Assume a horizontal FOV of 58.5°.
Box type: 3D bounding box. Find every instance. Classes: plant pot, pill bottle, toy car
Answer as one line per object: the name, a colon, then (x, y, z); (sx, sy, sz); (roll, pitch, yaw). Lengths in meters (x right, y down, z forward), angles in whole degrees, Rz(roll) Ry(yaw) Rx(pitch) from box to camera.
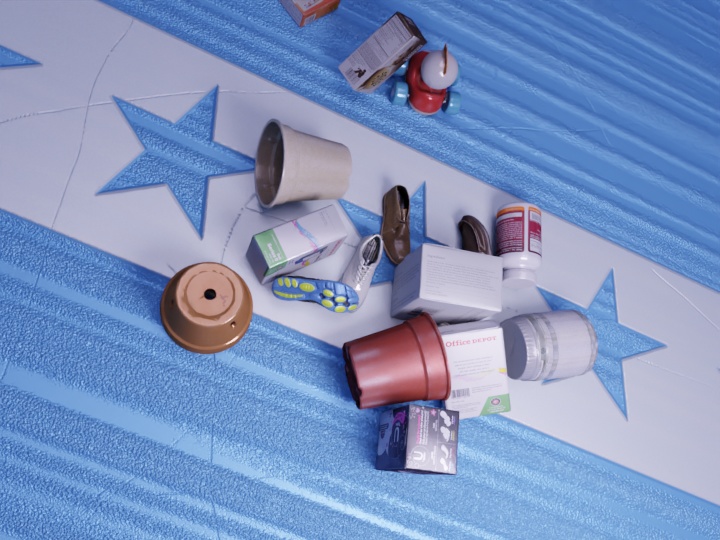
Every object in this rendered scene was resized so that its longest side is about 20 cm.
plant pot: (-0.321, 0.065, 1.356); (0.200, 0.140, 0.200); (5, 72, -14)
pill bottle: (0.398, -0.062, 1.620); (0.113, 0.113, 0.200); (10, 71, -13)
plant pot: (-0.127, -0.237, 1.493); (0.183, 0.200, 0.201); (3, 72, -28)
plant pot: (0.071, 0.208, 1.408); (0.195, 0.201, 0.201); (-12, 77, -11)
toy car: (0.193, -0.518, 1.653); (0.184, 0.200, 0.177); (7, 72, -14)

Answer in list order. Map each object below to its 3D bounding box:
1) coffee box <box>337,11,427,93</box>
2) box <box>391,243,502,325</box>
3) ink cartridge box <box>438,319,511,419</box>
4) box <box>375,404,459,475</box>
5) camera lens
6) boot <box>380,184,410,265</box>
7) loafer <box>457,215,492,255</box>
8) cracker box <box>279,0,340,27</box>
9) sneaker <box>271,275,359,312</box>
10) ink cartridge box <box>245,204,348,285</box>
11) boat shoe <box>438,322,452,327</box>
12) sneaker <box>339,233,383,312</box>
coffee box: (0.057, -0.540, 1.608); (0.080, 0.200, 0.113); (55, 24, 4)
box: (0.195, 0.041, 1.481); (0.200, 0.199, 0.131); (10, 71, -13)
ink cartridge box: (0.249, 0.221, 1.447); (0.145, 0.084, 0.200); (-9, 101, 0)
box: (0.115, 0.359, 1.359); (0.115, 0.200, 0.132); (11, 71, -14)
camera lens: (0.446, 0.178, 1.533); (0.200, 0.160, 0.160); (-4, 75, -18)
boot: (0.092, -0.113, 1.567); (0.074, 0.075, 0.200); (0, 75, -18)
loafer: (0.286, -0.043, 1.601); (0.071, 0.073, 0.200); (-16, 78, -21)
cracker box: (-0.163, -0.758, 1.700); (0.134, 0.058, 0.200); (-35, 87, -23)
sneaker: (-0.099, 0.045, 1.454); (0.199, 0.083, 0.071); (11, 101, -3)
ink cartridge box: (-0.143, -0.058, 1.442); (0.200, 0.145, 0.088); (-26, 83, -22)
boat shoe: (0.262, 0.190, 1.526); (0.200, 0.075, 0.062); (44, 62, -5)
sneaker: (0.000, 0.000, 1.506); (0.073, 0.071, 0.200); (20, 69, -10)
